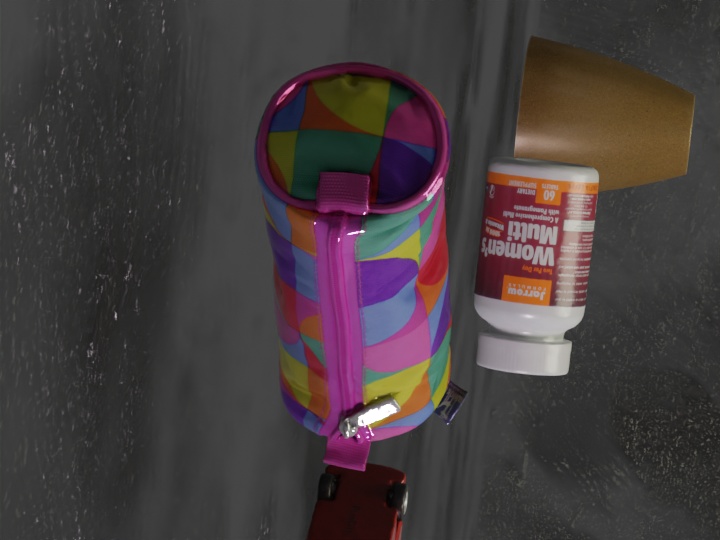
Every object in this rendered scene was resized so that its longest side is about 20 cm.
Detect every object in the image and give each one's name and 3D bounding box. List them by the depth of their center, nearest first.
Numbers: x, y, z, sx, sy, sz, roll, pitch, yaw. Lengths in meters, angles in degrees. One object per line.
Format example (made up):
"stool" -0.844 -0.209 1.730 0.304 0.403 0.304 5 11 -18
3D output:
"pencil case" 0.000 0.000 1.096 0.201 0.088 0.089 85 13 -55
"toy fire truck" -0.012 0.209 1.347 0.200 0.048 0.142 -75 170 -59
"pill bottle" 0.166 -0.005 2.486 0.110 0.109 0.202 -30 127 -82
"plant pot" 0.284 -0.168 2.988 0.186 0.198 0.188 7 90 -83
